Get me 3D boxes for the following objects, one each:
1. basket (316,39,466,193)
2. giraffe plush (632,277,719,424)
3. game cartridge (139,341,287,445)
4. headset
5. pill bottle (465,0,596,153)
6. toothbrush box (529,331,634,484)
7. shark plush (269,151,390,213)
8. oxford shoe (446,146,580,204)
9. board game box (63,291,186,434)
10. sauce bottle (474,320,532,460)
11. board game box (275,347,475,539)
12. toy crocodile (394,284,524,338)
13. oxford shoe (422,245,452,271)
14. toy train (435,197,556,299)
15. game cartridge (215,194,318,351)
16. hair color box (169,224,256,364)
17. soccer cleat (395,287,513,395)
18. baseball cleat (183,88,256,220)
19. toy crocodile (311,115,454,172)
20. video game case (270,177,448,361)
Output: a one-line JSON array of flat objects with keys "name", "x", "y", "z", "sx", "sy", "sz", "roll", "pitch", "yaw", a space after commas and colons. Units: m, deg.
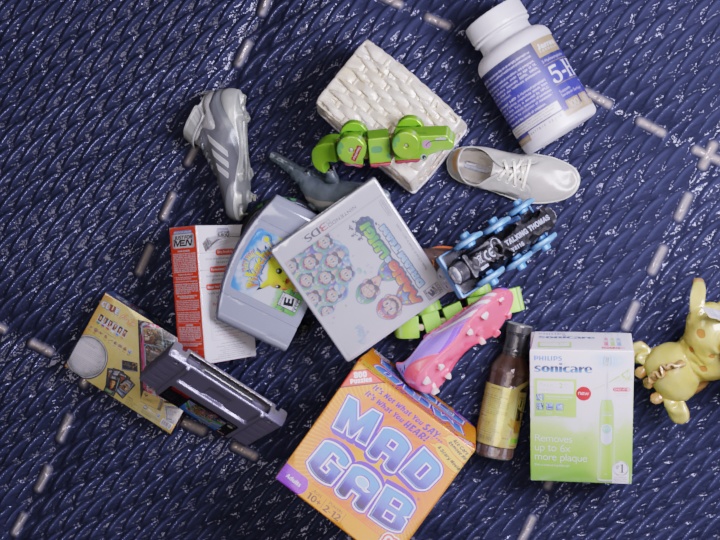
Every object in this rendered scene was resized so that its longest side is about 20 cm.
[{"name": "basket", "x": 0.042, "y": -0.225, "z": 1.581, "sx": 0.200, "sy": 0.123, "sz": 0.136, "roll": 40, "pitch": 95, "yaw": 4}, {"name": "giraffe plush", "x": 0.480, "y": 0.129, "z": 1.536, "sx": 0.199, "sy": 0.173, "sz": 0.162, "roll": 25, "pitch": 125, "yaw": -32}, {"name": "game cartridge", "x": -0.219, "y": 0.187, "z": 1.599, "sx": 0.199, "sy": 0.039, "sz": 0.130, "roll": 35, "pitch": 140, "yaw": -15}, {"name": "headset", "x": -0.108, "y": -0.007, "z": 1.610, "sx": 0.122, "sy": 0.094, "sz": 0.202, "roll": -13, "pitch": 115, "yaw": -9}, {"name": "pill bottle", "x": 0.239, "y": -0.282, "z": 1.560, "sx": 0.119, "sy": 0.120, "sz": 0.201, "roll": -31, "pitch": 89, "yaw": 6}, {"name": "toothbrush box", "x": 0.316, "y": 0.195, "z": 1.557, "sx": 0.144, "sy": 0.086, "sz": 0.202, "roll": 1, "pitch": 104, "yaw": 11}, {"name": "shark plush", "x": -0.042, "y": -0.132, "z": 1.616, "sx": 0.200, "sy": 0.084, "sz": 0.091, "roll": 39, "pitch": 55, "yaw": 23}, {"name": "oxford shoe", "x": 0.224, "y": -0.142, "z": 1.598, "sx": 0.198, "sy": 0.058, "sz": 0.076, "roll": 12, "pitch": 90, "yaw": 4}, {"name": "board game box", "x": -0.338, "y": 0.141, "z": 1.677, "sx": 0.199, "sy": 0.035, "sz": 0.136, "roll": 32, "pitch": 95, "yaw": 5}, {"name": "sauce bottle", "x": 0.215, "y": 0.177, "z": 1.602, "sx": 0.064, "sy": 0.065, "sz": 0.202, "roll": 12, "pitch": 94, "yaw": 6}, {"name": "board game box", "x": 0.028, "y": 0.258, "z": 1.558, "sx": 0.199, "sy": 0.200, "sz": 0.201, "roll": 36, "pitch": 95, "yaw": 5}, {"name": "toy crocodile", "x": 0.145, "y": 0.065, "z": 1.615, "sx": 0.198, "sy": 0.062, "sz": 0.068, "roll": -18, "pitch": 91, "yaw": 2}, {"name": "oxford shoe", "x": 0.088, "y": 0.001, "z": 1.607, "sx": 0.198, "sy": 0.073, "sz": 0.072, "roll": -1, "pitch": 92, "yaw": 6}, {"name": "toy train", "x": 0.192, "y": -0.029, "z": 1.544, "sx": 0.199, "sy": 0.114, "sz": 0.087, "roll": -32, "pitch": 87, "yaw": -27}, {"name": "game cartridge", "x": -0.124, "y": 0.001, "z": 1.567, "sx": 0.133, "sy": 0.040, "sz": 0.201, "roll": 25, "pitch": 92, "yaw": -9}, {"name": "hair color box", "x": -0.219, "y": 0.033, "z": 1.617, "sx": 0.064, "sy": 0.111, "sz": 0.202, "roll": -2, "pitch": 91, "yaw": 37}, {"name": "soccer cleat", "x": 0.136, "y": 0.090, "z": 1.556, "sx": 0.200, "sy": 0.067, "sz": 0.076, "roll": -46, "pitch": 47, "yaw": -9}, {"name": "baseball cleat", "x": -0.214, "y": -0.174, "z": 1.646, "sx": 0.105, "sy": 0.070, "sz": 0.202, "roll": -2, "pitch": 82, "yaw": 13}, {"name": "toy crocodile", "x": 0.031, "y": -0.170, "z": 1.488, "sx": 0.198, "sy": 0.068, "sz": 0.062, "roll": -4, "pitch": 119, "yaw": 6}, {"name": "video game case", "x": 0.000, "y": 0.000, "z": 1.553, "sx": 0.181, "sy": 0.024, "sz": 0.201, "roll": -35, "pitch": 102, "yaw": 0}]
